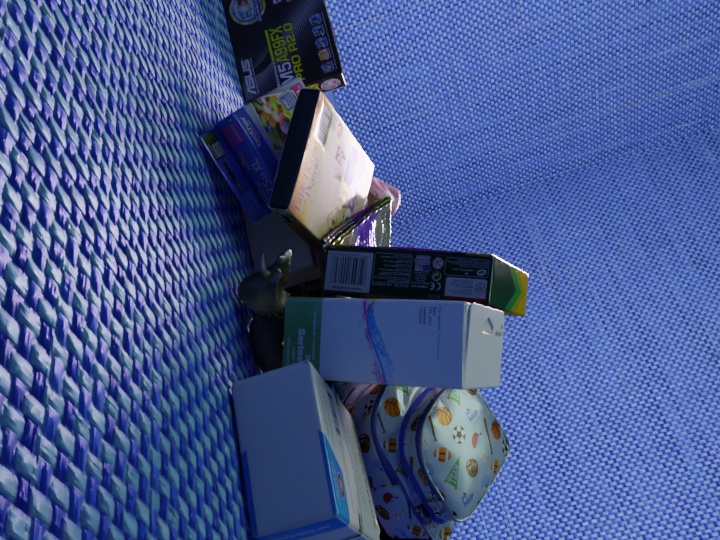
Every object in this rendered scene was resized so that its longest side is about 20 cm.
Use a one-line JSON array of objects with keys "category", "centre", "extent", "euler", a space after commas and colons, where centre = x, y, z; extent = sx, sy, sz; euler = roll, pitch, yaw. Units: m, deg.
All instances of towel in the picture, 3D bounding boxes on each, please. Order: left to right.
[{"category": "towel", "centre": [0.000, 0.000, 1.049], "extent": [0.200, 0.022, 0.146], "euler": [-40, 132, -55]}]

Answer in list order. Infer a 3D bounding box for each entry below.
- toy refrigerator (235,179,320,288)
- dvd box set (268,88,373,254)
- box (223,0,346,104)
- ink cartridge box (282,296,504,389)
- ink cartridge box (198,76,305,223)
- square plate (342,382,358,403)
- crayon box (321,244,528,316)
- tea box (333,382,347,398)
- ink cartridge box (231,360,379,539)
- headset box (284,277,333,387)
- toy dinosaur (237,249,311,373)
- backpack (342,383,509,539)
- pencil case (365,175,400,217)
[{"category": "toy refrigerator", "centre": [-0.109, -0.083, 1.054], "extent": [0.070, 0.075, 0.204], "euler": [56, 18, -73]}, {"category": "dvd box set", "centre": [-0.041, -0.103, 0.989], "extent": [0.200, 0.029, 0.149], "euler": [43, 58, -64]}, {"category": "box", "centre": [-0.121, -0.365, 1.297], "extent": [0.044, 0.157, 0.204], "euler": [60, 16, -74]}, {"category": "ink cartridge box", "centre": [0.038, 0.076, 0.860], "extent": [0.144, 0.196, 0.086], "euler": [15, 77, -65]}, {"category": "ink cartridge box", "centre": [-0.099, -0.149, 0.987], "extent": [0.120, 0.042, 0.200], "euler": [59, 36, -12]}, {"category": "square plate", "centre": [-0.006, 0.208, 1.140], "extent": [0.200, 0.028, 0.202], "euler": [40, 65, -78]}, {"category": "crayon box", "centre": [0.080, 0.014, 0.962], "extent": [0.172, 0.196, 0.060], "euler": [19, 76, -65]}, {"category": "tea box", "centre": [0.043, 0.127, 1.393], "extent": [0.201, 0.193, 0.136], "euler": [67, 9, -56]}, {"category": "ink cartridge box", "centre": [-0.049, 0.197, 0.816], "extent": [0.201, 0.083, 0.148], "euler": [66, 9, -62]}, {"category": "headset box", "centre": [-0.061, 0.064, 1.125], "extent": [0.149, 0.076, 0.204], "euler": [57, 19, -74]}, {"category": "toy dinosaur", "centre": [-0.092, 0.074, 0.905], "extent": [0.102, 0.076, 0.204], "euler": [-27, 115, -65]}, {"category": "backpack", "centre": [0.070, 0.203, 0.976], "extent": [0.192, 0.153, 0.200], "euler": [52, 45, -8]}, {"category": "pencil case", "centre": [-0.033, -0.140, 1.175], "extent": [0.199, 0.084, 0.086], "euler": [38, -17, -27]}]
